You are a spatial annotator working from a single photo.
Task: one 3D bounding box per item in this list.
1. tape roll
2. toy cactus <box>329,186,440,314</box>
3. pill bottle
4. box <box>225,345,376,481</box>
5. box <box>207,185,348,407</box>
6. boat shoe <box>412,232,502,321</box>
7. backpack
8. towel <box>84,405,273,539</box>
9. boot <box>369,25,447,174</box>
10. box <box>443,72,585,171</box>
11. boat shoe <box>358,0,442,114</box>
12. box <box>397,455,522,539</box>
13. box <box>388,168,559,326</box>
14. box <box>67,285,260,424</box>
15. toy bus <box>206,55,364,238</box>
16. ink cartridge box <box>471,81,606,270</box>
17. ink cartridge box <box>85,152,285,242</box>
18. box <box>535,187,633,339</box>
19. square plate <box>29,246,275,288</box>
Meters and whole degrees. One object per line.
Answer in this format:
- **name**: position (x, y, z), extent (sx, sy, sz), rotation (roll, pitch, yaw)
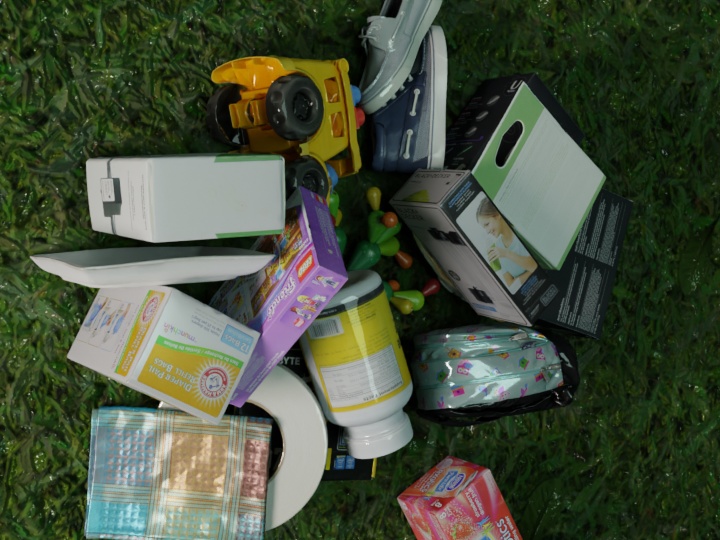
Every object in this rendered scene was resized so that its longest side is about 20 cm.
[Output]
- **tape roll**: position (-0.136, 0.194, 1.193), extent (0.202, 0.037, 0.204), rotation (0, 90, -1)
- **toy cactus**: position (0.000, 0.000, 1.296), extent (0.165, 0.102, 0.200), rotation (-46, 122, -10)
- **pill bottle**: position (-0.004, 0.108, 1.224), extent (0.112, 0.112, 0.201), rotation (-23, 104, -28)
- **box**: position (-0.070, 0.171, 1.280), extent (0.199, 0.049, 0.160), rotation (6, 91, -31)
- **box**: position (-0.095, 0.028, 1.118), extent (0.039, 0.137, 0.200), rotation (24, 120, -29)
- **boat shoe**: position (0.122, -0.006, 1.372), extent (0.071, 0.069, 0.200), rotation (-51, 120, -15)
- **backpack**: position (0.158, 0.130, 1.365), extent (0.199, 0.167, 0.127), rotation (-4, 78, -27)
- **towel**: position (-0.200, 0.226, 1.164), extent (0.199, 0.022, 0.147), rotation (4, 91, 0)
- **boot**: position (0.059, -0.216, 1.325), extent (0.090, 0.073, 0.201), rotation (3, 72, -4)
- **box**: position (0.177, -0.140, 1.376), extent (0.122, 0.106, 0.200), rotation (44, 71, -27)
- **boat shoe**: position (0.033, -0.287, 1.308), extent (0.071, 0.070, 0.201), rotation (35, 68, -26)
- **box**: position (0.145, 0.356, 1.389), extent (0.100, 0.095, 0.200), rotation (-33, 109, -24)
- **box**: position (0.135, -0.029, 1.270), extent (0.060, 0.117, 0.200), rotation (-47, 116, -16)
- **box**: position (-0.207, 0.078, 1.104), extent (0.112, 0.200, 0.102), rotation (30, 77, -28)
- **toy bus**: position (-0.063, -0.150, 1.233), extent (0.192, 0.135, 0.201), rotation (-17, 103, -46)
- **ink cartridge box**: position (0.208, -0.113, 1.303), extent (0.200, 0.048, 0.146), rotation (39, 73, -33)
- **ink cartridge box**: position (-0.186, -0.080, 1.111), extent (0.146, 0.200, 0.083), rotation (-6, 99, -30)
- **box**: position (0.279, -0.021, 1.460), extent (0.141, 0.079, 0.201), rotation (19, 83, -33)
- **square plate**: position (-0.217, -0.005, 1.095), extent (0.199, 0.198, 0.029), rotation (-4, 95, -31)
